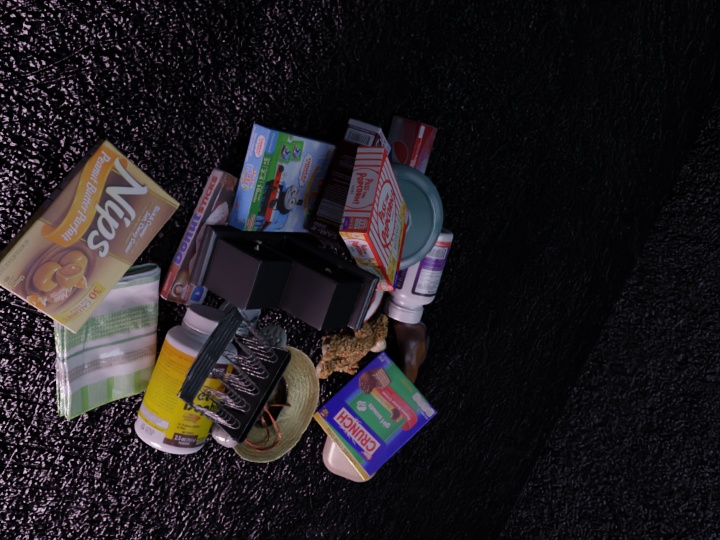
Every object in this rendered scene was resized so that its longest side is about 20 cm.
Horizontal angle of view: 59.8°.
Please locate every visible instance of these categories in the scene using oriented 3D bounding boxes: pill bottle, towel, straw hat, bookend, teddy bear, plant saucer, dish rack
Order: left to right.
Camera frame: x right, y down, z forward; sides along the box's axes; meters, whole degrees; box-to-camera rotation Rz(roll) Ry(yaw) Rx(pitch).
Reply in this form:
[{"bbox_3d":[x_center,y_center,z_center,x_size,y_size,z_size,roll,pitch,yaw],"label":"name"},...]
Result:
[{"bbox_3d":[-0.342,0.097,0.862,0.148,0.031,0.202,-16,123,-46],"label":"towel"},{"bbox_3d":[-0.251,0.157,0.927,0.109,0.109,0.202,15,98,-54],"label":"pill bottle"},{"bbox_3d":[-0.173,0.144,0.871,0.155,0.054,0.201,-62,162,-21],"label":"dish rack"},{"bbox_3d":[-0.174,0.222,1.095,0.199,0.085,0.204,-7,101,-38],"label":"straw hat"},{"bbox_3d":[-0.110,0.014,0.936,0.199,0.197,0.093,0,114,-61],"label":"bookend"},{"bbox_3d":[-0.012,0.158,1.277,0.199,0.066,0.146,-1,118,-54],"label":"teddy bear"},{"bbox_3d":[0.058,-0.094,1.146,0.197,0.027,0.203,-2,104,-6],"label":"plant saucer"},{"bbox_3d":[0.114,0.002,1.311,0.111,0.111,0.202,-2,113,-51],"label":"pill bottle"}]

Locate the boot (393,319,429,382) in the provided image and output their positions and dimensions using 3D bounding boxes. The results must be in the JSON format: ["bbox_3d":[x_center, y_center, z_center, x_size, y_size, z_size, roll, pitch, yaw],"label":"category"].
[{"bbox_3d":[0.093,0.218,1.417,0.189,0.068,0.202,66,39,-61],"label":"boot"}]

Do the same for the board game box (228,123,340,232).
[{"bbox_3d":[-0.111,-0.137,0.985,0.199,0.036,0.153,-6,116,-61],"label":"board game box"}]

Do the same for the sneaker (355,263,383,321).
[{"bbox_3d":[0.000,0.000,1.217,0.115,0.078,0.202,40,71,-42],"label":"sneaker"}]

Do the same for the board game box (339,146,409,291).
[{"bbox_3d":[0.027,-0.077,1.007,0.200,0.046,0.153,58,39,-60],"label":"board game box"}]

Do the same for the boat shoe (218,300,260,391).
[{"bbox_3d":[-0.209,0.119,1.013,0.203,0.064,0.074,-60,144,-5],"label":"boat shoe"}]

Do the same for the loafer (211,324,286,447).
[{"bbox_3d":[-0.174,0.182,0.998,0.070,0.069,0.202,86,29,-68],"label":"loafer"}]

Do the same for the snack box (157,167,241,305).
[{"bbox_3d":[-0.227,-0.046,0.924,0.072,0.024,0.202,22,92,-58],"label":"snack box"}]

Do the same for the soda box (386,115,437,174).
[{"bbox_3d":[0.076,-0.183,1.185,0.063,0.070,0.202,-3,112,-54],"label":"soda box"}]

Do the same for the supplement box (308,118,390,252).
[{"bbox_3d":[-0.016,-0.139,1.061,0.109,0.060,0.202,26,84,-76],"label":"supplement box"}]

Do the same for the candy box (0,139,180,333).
[{"bbox_3d":[-0.326,-0.042,0.748,0.115,0.055,0.201,44,74,-32],"label":"candy box"}]

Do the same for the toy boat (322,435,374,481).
[{"bbox_3d":[0.000,0.357,1.398,0.131,0.129,0.202,-45,153,-76],"label":"toy boat"}]

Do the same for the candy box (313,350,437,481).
[{"bbox_3d":[0.029,0.296,1.287,0.200,0.169,0.077,-42,167,-6],"label":"candy box"}]
